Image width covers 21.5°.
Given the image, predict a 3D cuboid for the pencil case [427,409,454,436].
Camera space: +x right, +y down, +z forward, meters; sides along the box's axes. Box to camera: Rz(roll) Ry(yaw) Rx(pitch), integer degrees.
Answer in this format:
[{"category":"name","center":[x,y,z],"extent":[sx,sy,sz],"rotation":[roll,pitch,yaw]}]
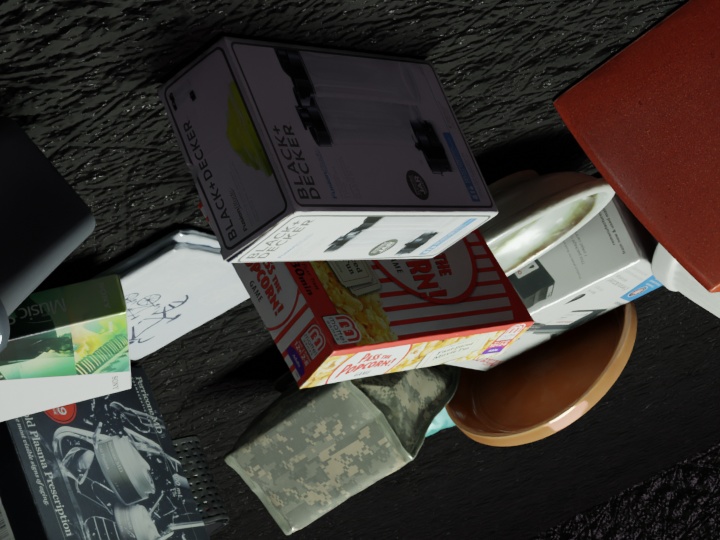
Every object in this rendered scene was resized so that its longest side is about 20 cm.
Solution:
[{"category":"pencil case","center":[0.034,0.143,1.940],"extent":[0.200,0.085,0.092],"rotation":[-24,180,2]}]

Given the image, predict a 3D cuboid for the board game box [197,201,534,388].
[{"category":"board game box","center":[0.006,-0.004,1.294],"extent":[0.200,0.152,0.046],"rotation":[-7,148,-46]}]

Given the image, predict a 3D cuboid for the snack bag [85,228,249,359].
[{"category":"snack bag","center":[-0.155,0.027,1.422],"extent":[0.188,0.021,0.200],"rotation":[-29,163,21]}]

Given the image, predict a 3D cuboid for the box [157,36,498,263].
[{"category":"box","center":[-0.015,-0.068,1.126],"extent":[0.060,0.117,0.200],"rotation":[-33,160,34]}]

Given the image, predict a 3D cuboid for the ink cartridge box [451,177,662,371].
[{"category":"ink cartridge box","center":[0.158,0.008,1.665],"extent":[0.200,0.084,0.145],"rotation":[-27,165,16]}]

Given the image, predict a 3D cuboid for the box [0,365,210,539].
[{"category":"box","center":[-0.231,0.186,1.511],"extent":[0.104,0.200,0.182],"rotation":[-32,162,29]}]

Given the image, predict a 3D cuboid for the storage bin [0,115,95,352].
[{"category":"storage bin","center":[-0.250,0.000,1.035],"extent":[0.200,0.146,0.134],"rotation":[-36,-173,38]}]

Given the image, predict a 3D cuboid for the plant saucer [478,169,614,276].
[{"category":"plant saucer","center":[0.105,-0.031,1.500],"extent":[0.200,0.050,0.200],"rotation":[-29,169,-6]}]

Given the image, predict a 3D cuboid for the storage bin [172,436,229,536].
[{"category":"storage bin","center":[-0.248,0.245,1.878],"extent":[0.200,0.094,0.135],"rotation":[-11,161,-38]}]

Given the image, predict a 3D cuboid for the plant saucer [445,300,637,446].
[{"category":"plant saucer","center":[0.167,0.081,1.750],"extent":[0.200,0.200,0.032],"rotation":[-29,124,21]}]

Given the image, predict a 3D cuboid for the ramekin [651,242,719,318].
[{"category":"ramekin","center":[0.348,-0.040,1.595],"extent":[0.200,0.105,0.200],"rotation":[-42,159,-20]}]

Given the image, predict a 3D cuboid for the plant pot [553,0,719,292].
[{"category":"plant pot","center":[0.297,-0.093,1.357],"extent":[0.200,0.176,0.200],"rotation":[-6,157,-47]}]

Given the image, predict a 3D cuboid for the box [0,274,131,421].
[{"category":"box","center":[-0.261,0.068,1.334],"extent":[0.200,0.036,0.144],"rotation":[-15,157,-12]}]

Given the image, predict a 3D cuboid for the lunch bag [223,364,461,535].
[{"category":"lunch bag","center":[-0.008,0.125,1.752],"extent":[0.164,0.118,0.200],"rotation":[-34,-173,30]}]
